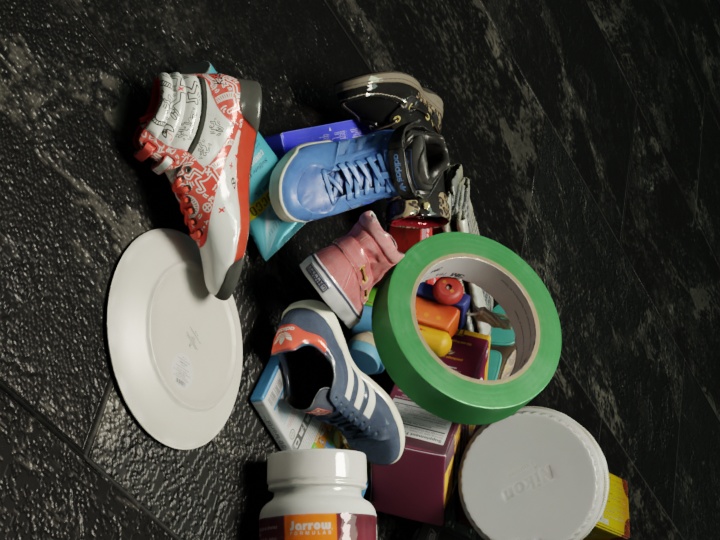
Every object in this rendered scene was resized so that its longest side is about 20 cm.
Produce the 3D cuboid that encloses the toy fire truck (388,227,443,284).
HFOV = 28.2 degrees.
[{"bbox_3d":[0.081,0.019,1.700,0.141,0.048,0.201,41,46,-51],"label":"toy fire truck"}]

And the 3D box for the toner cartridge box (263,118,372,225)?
[{"bbox_3d":[-0.041,-0.106,1.527,0.200,0.043,0.096,-20,100,-60],"label":"toner cartridge box"}]

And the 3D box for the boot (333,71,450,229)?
[{"bbox_3d":[0.041,-0.129,1.567,0.200,0.073,0.152,14,69,-64],"label":"boot"}]

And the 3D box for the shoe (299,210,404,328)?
[{"bbox_3d":[0.000,0.000,1.450,0.072,0.091,0.200,53,0,10],"label":"shoe"}]

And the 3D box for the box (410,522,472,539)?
[{"bbox_3d":[0.104,0.383,1.538,0.158,0.048,0.201,26,44,-1],"label":"box"}]

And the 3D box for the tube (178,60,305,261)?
[{"bbox_3d":[-0.115,-0.107,1.379,0.077,0.050,0.200,-41,122,-13],"label":"tube"}]

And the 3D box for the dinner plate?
[{"bbox_3d":[-0.158,0.060,1.292,0.200,0.024,0.202,23,62,-56],"label":"dinner plate"}]

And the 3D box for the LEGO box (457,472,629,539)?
[{"bbox_3d":[0.231,0.288,1.785,0.200,0.148,0.078,31,55,-54],"label":"LEGO box"}]

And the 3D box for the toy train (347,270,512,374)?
[{"bbox_3d":[0.084,0.074,1.550,0.085,0.199,0.116,93,15,-56],"label":"toy train"}]

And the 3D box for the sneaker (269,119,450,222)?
[{"bbox_3d":[0.008,-0.098,1.407,0.199,0.111,0.077,-20,103,-47],"label":"sneaker"}]

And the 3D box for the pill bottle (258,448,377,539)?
[{"bbox_3d":[-0.039,0.273,1.345,0.114,0.113,0.202,21,63,-57],"label":"pill bottle"}]

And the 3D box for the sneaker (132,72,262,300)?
[{"bbox_3d":[-0.154,-0.078,1.288,0.107,0.067,0.203,6,91,-19],"label":"sneaker"}]

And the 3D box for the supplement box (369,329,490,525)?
[{"bbox_3d":[0.078,0.165,1.577,0.200,0.085,0.111,-63,159,-48],"label":"supplement box"}]

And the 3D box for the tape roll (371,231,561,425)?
[{"bbox_3d":[0.111,0.059,1.488,0.199,0.048,0.202,11,59,-20],"label":"tape roll"}]

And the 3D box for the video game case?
[{"bbox_3d":[-0.040,0.155,1.478,0.201,0.018,0.144,62,34,-30],"label":"video game case"}]

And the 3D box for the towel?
[{"bbox_3d":[0.137,-0.024,1.772,0.193,0.034,0.201,-63,140,-70],"label":"towel"}]

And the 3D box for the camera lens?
[{"bbox_3d":[0.192,0.232,1.574,0.200,0.159,0.161,36,48,-76],"label":"camera lens"}]

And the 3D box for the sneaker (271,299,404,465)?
[{"bbox_3d":[-0.028,0.130,1.417,0.201,0.075,0.085,56,34,-19],"label":"sneaker"}]

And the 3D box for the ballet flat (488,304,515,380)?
[{"bbox_3d":[0.171,0.117,1.831,0.200,0.068,0.068,-55,148,-45],"label":"ballet flat"}]
